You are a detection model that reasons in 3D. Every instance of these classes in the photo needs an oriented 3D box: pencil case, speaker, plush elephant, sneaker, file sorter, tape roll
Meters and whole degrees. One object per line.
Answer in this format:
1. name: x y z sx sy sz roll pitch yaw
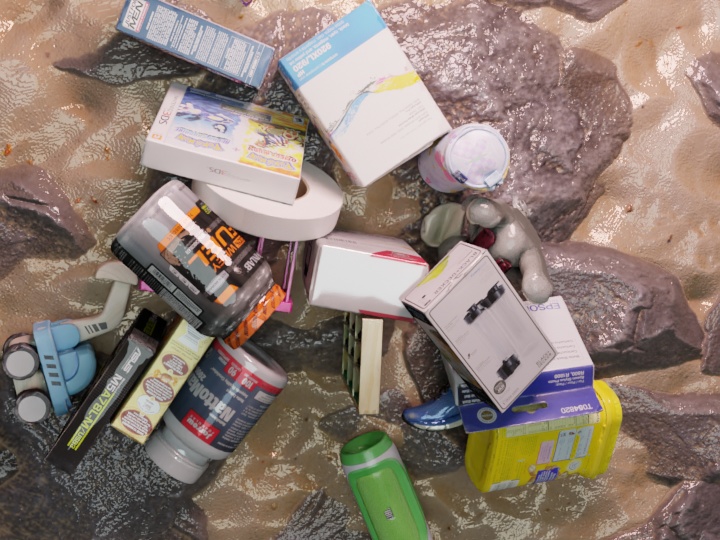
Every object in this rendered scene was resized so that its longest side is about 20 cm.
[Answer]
1. pencil case: 0.137 -0.148 1.310 0.091 0.200 0.083 39 88 -10
2. speaker: 0.040 0.342 1.427 0.088 0.088 0.200 -22 100 -3
3. plush elephant: 0.166 -0.023 1.361 0.155 0.200 0.165 -35 101 22
4. sneaker: 0.150 0.174 1.427 0.200 0.079 0.089 -21 93 -11
5. file sorter: -0.186 -0.028 1.323 0.200 0.139 0.126 9 96 -7
6. tape roll: -0.122 -0.106 1.290 0.203 0.203 0.037 15 119 -8

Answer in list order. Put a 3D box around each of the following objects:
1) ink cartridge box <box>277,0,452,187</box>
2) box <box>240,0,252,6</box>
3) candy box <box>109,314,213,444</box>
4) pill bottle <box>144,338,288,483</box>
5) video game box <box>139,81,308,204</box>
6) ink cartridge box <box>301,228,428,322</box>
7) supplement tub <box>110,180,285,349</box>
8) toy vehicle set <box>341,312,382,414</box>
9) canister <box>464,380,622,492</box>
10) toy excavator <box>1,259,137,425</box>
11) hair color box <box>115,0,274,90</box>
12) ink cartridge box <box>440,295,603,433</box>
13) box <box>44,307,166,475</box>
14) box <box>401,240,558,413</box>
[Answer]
1. ink cartridge box: 0.001 -0.233 1.309 0.145 0.147 0.200 -34 99 -1
2. box: -0.179 -0.479 1.309 0.200 0.039 0.137 44 91 -10
3. candy box: -0.265 0.133 1.328 0.055 0.115 0.200 36 80 -11
4. pill bottle: -0.206 0.194 1.361 0.120 0.120 0.200 37 92 -10
5. video game box: -0.173 -0.172 1.282 0.200 0.182 0.047 14 125 -8
6. ink cartridge box: 0.000 0.000 1.315 0.147 0.200 0.086 9 98 -7
7. supplement tub: -0.196 -0.004 1.193 0.200 0.123 0.123 43 92 -8
8. toy vehicle set: 0.000 0.111 1.332 0.026 0.200 0.124 2 97 -8
9. canister: 0.260 0.240 1.399 0.200 0.087 0.149 -5 122 -20
10. toy excavator: -0.396 0.096 1.350 0.200 0.100 0.195 -14 101 -17
11. hair color box: -0.217 -0.307 1.298 0.200 0.100 0.061 22 96 -8
12. ink cartridge box: 0.219 0.127 1.366 0.199 0.200 0.041 -8 133 -6
13. box: -0.336 0.155 1.301 0.047 0.200 0.193 32 93 -10
14. box: 0.156 0.073 1.247 0.117 0.060 0.200 -45 119 -10
